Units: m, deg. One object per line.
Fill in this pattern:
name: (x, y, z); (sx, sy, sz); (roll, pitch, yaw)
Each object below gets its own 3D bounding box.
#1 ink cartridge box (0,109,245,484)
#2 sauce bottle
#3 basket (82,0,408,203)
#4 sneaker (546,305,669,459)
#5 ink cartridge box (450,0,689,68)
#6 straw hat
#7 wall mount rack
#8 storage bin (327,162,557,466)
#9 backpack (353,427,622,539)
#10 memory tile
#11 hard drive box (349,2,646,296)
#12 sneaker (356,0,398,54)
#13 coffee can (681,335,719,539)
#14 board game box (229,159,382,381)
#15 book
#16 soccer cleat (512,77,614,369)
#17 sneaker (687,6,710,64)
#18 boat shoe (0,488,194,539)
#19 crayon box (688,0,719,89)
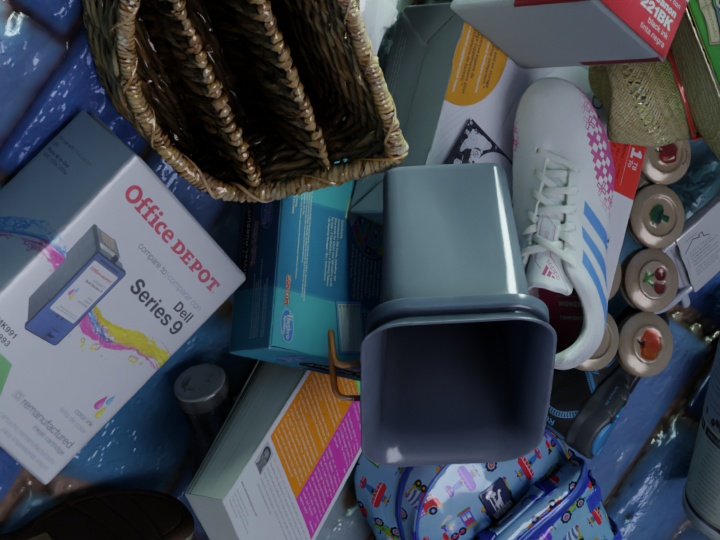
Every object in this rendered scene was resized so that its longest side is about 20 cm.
ink cartridge box: (-0.197, 0.017, 1.542); (0.200, 0.087, 0.145); (-46, 133, -7)
sauce bottle: (-0.092, 0.154, 1.720); (0.066, 0.066, 0.201); (-33, 128, -17)
basket: (-0.083, -0.135, 1.493); (0.142, 0.149, 0.201); (-34, 132, -15)
sneaker: (0.187, 0.068, 1.842); (0.074, 0.082, 0.200); (-65, 171, 30)
ink cartridge box: (0.168, -0.244, 1.570); (0.084, 0.144, 0.201); (34, 71, -34)
straw hat: (0.206, -0.129, 1.637); (0.084, 0.202, 0.202); (-21, 132, 9)
wall mount rack: (0.266, -0.068, 1.852); (0.200, 0.074, 0.174); (-40, 136, -12)
storage bin: (0.049, 0.027, 1.546); (0.144, 0.135, 0.201); (-3, 148, -1)
backpack: (0.096, 0.179, 1.828); (0.182, 0.134, 0.201); (-36, 129, -15)
memory tile: (0.181, -0.023, 1.773); (0.152, 0.017, 0.202); (8, 85, -23)
hard drive box: (0.105, -0.083, 1.667); (0.199, 0.077, 0.157); (22, 79, -38)
sneaker: (0.032, -0.213, 1.585); (0.115, 0.074, 0.202); (-5, 117, -31)
coffee can: (0.364, 0.126, 1.986); (0.145, 0.146, 0.202); (-9, 121, -33)
board game box: (0.000, 0.000, 1.658); (0.199, 0.047, 0.152); (15, 74, -42)
book: (-0.047, 0.130, 1.685); (0.201, 0.048, 0.134); (-60, 145, -35)
soccer cleat: (0.136, -0.029, 1.587); (0.086, 0.069, 0.202); (-27, 113, -67)
sneaker: (0.310, -0.187, 1.790); (0.199, 0.078, 0.091); (34, 60, -32)
boat shoe: (-0.216, 0.216, 1.666); (0.201, 0.075, 0.075); (-12, 137, -24)
crayon box: (0.322, -0.215, 1.727); (0.172, 0.058, 0.201); (-19, 87, -33)
